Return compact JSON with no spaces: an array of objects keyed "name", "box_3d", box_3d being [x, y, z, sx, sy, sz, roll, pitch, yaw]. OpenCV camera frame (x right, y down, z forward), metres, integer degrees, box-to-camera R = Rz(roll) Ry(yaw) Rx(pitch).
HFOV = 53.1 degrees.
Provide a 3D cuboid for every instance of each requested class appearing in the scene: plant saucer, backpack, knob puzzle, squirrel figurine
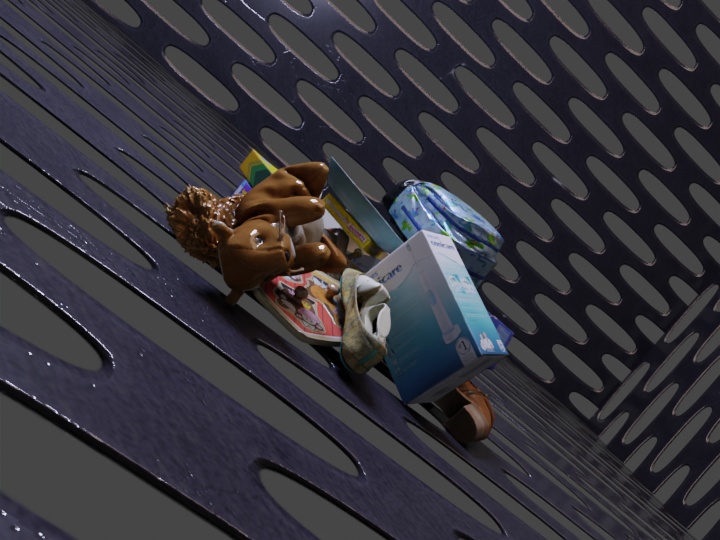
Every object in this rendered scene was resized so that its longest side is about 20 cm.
[{"name":"plant saucer","box_3d":[0.006,-0.096,1.172,0.201,0.036,0.200,49,4,-5]},{"name":"backpack","box_3d":[0.143,-0.056,1.176,0.162,0.153,0.202,32,31,-35]},{"name":"knob puzzle","box_3d":[-0.072,0.029,0.959,0.218,0.031,0.220,34,20,-14]},{"name":"squirrel figurine","box_3d":[-0.131,-0.034,0.845,0.196,0.144,0.187,4,26,18]}]

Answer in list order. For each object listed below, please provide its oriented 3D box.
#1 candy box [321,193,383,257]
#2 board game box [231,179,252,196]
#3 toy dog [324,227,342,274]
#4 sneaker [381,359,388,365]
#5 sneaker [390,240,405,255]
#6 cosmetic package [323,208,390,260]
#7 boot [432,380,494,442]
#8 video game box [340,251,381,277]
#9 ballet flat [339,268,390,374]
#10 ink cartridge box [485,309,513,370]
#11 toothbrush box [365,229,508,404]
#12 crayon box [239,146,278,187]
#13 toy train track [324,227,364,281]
[{"name":"candy box","box_3d":[-0.010,-0.071,1.219,0.102,0.026,0.200,46,3,8]},{"name":"board game box","box_3d":[-0.149,-0.082,1.401,0.199,0.045,0.135,37,7,-35]},{"name":"toy dog","box_3d":[-0.070,-0.037,1.244,0.095,0.132,0.202,27,31,-22]},{"name":"sneaker","box_3d":[0.021,0.089,1.141,0.199,0.066,0.079,36,8,-35]},{"name":"sneaker","box_3d":[0.127,0.010,1.292,0.073,0.082,0.200,-8,-44,47]},{"name":"cosmetic package","box_3d":[-0.006,-0.040,1.425,0.200,0.071,0.105,46,-9,-39]},{"name":"boot","box_3d":[0.146,0.178,1.151,0.203,0.073,0.154,66,19,13]},{"name":"video game box","box_3d":[0.030,0.039,1.337,0.200,0.047,0.181,43,-18,-31]},{"name":"ballet flat","box_3d":[0.010,0.053,0.952,0.070,0.071,0.201,38,27,-22]},{"name":"ink cartridge box","box_3d":[0.154,0.088,1.176,0.136,0.077,0.199,38,-14,-19]},{"name":"toothbrush box","box_3d":[0.096,0.068,1.034,0.085,0.146,0.202,8,51,-52]},{"name":"crayon box","box_3d":[-0.168,-0.167,1.435,0.126,0.051,0.200,38,7,-31]},{"name":"toy train track","box_3d":[0.000,0.000,1.154,0.200,0.032,0.116,43,41,-29]}]
